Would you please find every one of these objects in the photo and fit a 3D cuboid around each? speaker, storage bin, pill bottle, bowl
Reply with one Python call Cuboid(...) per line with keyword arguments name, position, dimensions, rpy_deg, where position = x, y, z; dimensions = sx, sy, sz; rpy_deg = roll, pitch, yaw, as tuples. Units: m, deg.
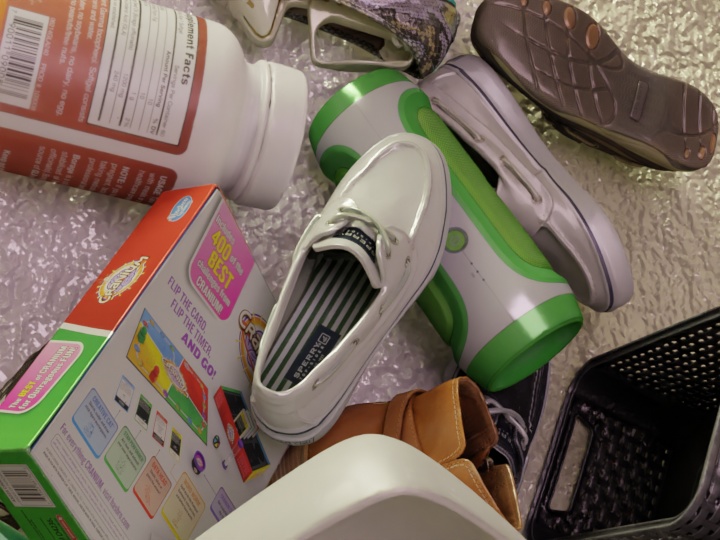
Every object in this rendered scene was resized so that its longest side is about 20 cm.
Cuboid(name="speaker", position=(0.051, -0.027, 0.833), dimensions=(0.088, 0.089, 0.201), rpy_deg=(-26, 69, -26))
Cuboid(name="storage bin", position=(0.196, 0.116, 0.808), dimensions=(0.093, 0.200, 0.136), rpy_deg=(27, 67, -13))
Cuboid(name="pill bottle", position=(-0.137, -0.099, 0.779), dimensions=(0.198, 0.112, 0.113), rpy_deg=(13, 71, -18))
Cuboid(name="bowl", position=(-0.010, 0.166, 0.648), dimensions=(0.200, 0.199, 0.075), rpy_deg=(44, 15, -40))

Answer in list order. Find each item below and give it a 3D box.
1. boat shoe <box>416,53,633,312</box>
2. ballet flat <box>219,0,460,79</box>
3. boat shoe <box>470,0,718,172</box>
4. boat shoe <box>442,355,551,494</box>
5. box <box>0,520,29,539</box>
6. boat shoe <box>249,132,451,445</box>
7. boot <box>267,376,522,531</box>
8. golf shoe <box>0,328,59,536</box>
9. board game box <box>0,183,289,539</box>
Cuboid(name="boat shoe", position=(0.101, -0.049, 0.891), dimensions=(0.065, 0.072, 0.201), rpy_deg=(-33, 88, -22))
Cuboid(name="ballet flat", position=(-0.036, -0.169, 0.864), dimensions=(0.199, 0.072, 0.073), rpy_deg=(18, 69, -5))
Cuboid(name="boat shoe", position=(0.153, -0.119, 0.930), dimensions=(0.199, 0.073, 0.075), rpy_deg=(30, 69, -18))
Cuboid(name="boat shoe", position=(0.075, 0.108, 0.836), dimensions=(0.072, 0.068, 0.201), rpy_deg=(35, 66, -9))
Cuboid(name="box", position=(-0.253, 0.192, 0.661), dimensions=(0.117, 0.048, 0.201), rpy_deg=(34, 87, -10))
Cuboid(name="boat shoe", position=(0.000, 0.000, 0.739), dimensions=(0.073, 0.067, 0.201), rpy_deg=(18, 66, 10))
Cuboid(name="boot", position=(0.028, 0.169, 0.750), dimensions=(0.076, 0.155, 0.202), rpy_deg=(17, 53, -56))
Cuboid(name="golf shoe", position=(-0.184, 0.101, 0.722), dimensions=(0.077, 0.094, 0.201), rpy_deg=(34, 67, -11))
Cuboid(name="board game box", position=(-0.101, 0.076, 0.707), dimensions=(0.154, 0.040, 0.201), rpy_deg=(65, 36, -31))
